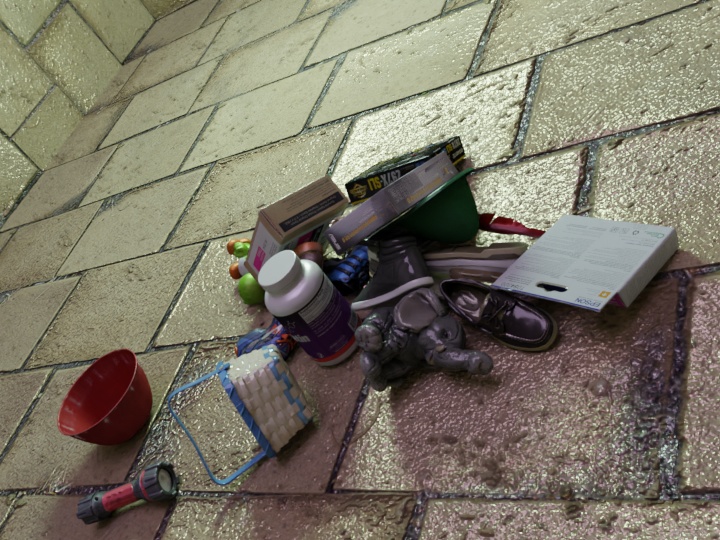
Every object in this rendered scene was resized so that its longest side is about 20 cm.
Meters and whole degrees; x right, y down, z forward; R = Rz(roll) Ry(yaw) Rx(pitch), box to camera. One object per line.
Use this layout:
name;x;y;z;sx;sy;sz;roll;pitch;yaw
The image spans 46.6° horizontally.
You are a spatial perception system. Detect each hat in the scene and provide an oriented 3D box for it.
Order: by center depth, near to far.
hat;0.168;-0.052;1.356;0.165;0.177;0.199;-34;0;-42

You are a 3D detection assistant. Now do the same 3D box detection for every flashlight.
flashlight;-0.412;0.395;1.467;0.198;0.068;0.069;-24;39;19

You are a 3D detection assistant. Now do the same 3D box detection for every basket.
basket;-0.189;0.231;1.356;0.198;0.178;0.139;-30;17;-11

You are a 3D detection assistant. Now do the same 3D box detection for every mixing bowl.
mixing bowl;-0.484;0.266;1.647;0.198;0.109;0.202;-25;37;20

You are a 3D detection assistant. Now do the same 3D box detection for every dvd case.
dvd case;0.094;-0.081;1.474;0.147;0.016;0.199;9;27;36

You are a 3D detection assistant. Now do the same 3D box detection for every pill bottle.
pill bottle;-0.086;0.062;1.416;0.111;0.201;0.113;-25;35;19

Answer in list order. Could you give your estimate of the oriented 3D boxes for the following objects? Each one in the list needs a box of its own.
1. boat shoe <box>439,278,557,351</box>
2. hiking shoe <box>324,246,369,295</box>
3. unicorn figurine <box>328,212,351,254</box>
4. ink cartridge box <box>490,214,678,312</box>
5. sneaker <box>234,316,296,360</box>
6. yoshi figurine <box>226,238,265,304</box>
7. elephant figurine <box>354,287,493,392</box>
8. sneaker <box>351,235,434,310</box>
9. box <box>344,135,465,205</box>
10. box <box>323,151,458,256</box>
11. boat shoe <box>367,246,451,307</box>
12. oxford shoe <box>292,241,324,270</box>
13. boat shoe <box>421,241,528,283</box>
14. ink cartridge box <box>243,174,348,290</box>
boat shoe;0.196;0.063;1.236;0.198;0.064;0.074;20;87;42
hiking shoe;0.000;0.000;1.534;0.199;0.074;0.088;-33;40;28
unicorn figurine;0.017;-0.087;1.579;0.136;0.075;0.200;-29;0;13
ink cartridge box;0.322;-0.004;1.207;0.200;0.044;0.195;-41;32;-26
sneaker;-0.140;0.125;1.526;0.199;0.075;0.079;-40;41;14
yoshi figurine;-0.228;0.008;1.714;0.113;0.112;0.199;-57;37;1
elephant figurine;0.101;0.104;1.274;0.197;0.141;0.158;-18;79;17
sneaker;0.044;0.004;1.370;0.199;0.070;0.101;-29;70;53
box;0.087;-0.196;1.631;0.198;0.050;0.159;-14;13;32
box;0.053;-0.111;1.379;0.158;0.049;0.199;-33;2;42
boat shoe;0.088;0.016;1.424;0.071;0.061;0.201;-22;39;-37
oxford shoe;-0.118;0.030;1.554;0.201;0.070;0.074;122;140;-52
boat shoe;0.173;-0.003;1.334;0.197;0.070;0.074;-2;13;34
ink cartridge box;-0.124;-0.070;1.584;0.164;0.075;0.201;-33;-15;-30
